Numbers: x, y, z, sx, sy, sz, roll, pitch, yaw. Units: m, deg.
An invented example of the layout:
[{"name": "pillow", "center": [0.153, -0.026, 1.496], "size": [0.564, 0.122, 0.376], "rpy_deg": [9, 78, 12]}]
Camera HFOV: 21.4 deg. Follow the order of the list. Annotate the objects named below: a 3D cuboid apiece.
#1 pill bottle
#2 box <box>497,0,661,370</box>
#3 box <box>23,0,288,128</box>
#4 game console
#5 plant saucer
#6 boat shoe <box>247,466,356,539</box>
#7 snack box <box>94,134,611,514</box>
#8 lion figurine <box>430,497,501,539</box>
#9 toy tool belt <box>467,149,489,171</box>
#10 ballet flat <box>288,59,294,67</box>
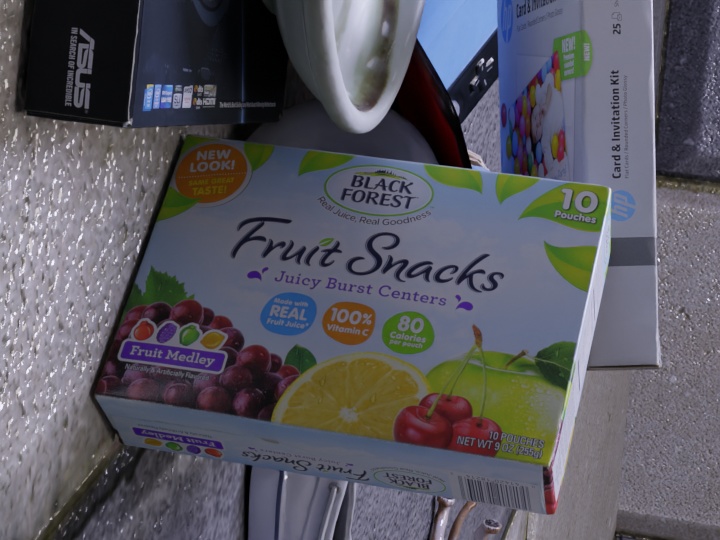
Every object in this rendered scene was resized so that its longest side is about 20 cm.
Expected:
[{"name": "pill bottle", "center": [0.000, 0.000, 1.010], "size": [0.200, 0.112, 0.112], "rpy_deg": [68, 33, -65]}, {"name": "box", "center": [0.106, -0.054, 0.949], "size": [0.156, 0.041, 0.200], "rpy_deg": [-171, -99, -80]}, {"name": "box", "center": [-0.072, -0.141, 0.780], "size": [0.200, 0.043, 0.160], "rpy_deg": [-17, 115, -75]}, {"name": "game console", "center": [0.065, -0.111, 1.025], "size": [0.172, 0.119, 0.200], "rpy_deg": [-52, 152, -19]}, {"name": "plant saucer", "center": [-0.009, -0.161, 0.826], "size": [0.200, 0.050, 0.200], "rpy_deg": [8, 90, -77]}, {"name": "boat shoe", "center": [-0.028, 0.183, 1.100], "size": [0.074, 0.065, 0.200], "rpy_deg": [-61, 155, -56]}, {"name": "snack box", "center": [0.001, 0.020, 0.839], "size": [0.053, 0.200, 0.142], "rpy_deg": [77, 25, -55]}, {"name": "lion figurine", "center": [0.076, 0.273, 1.568], "size": [0.200, 0.072, 0.123], "rpy_deg": [-58, 161, -68]}, {"name": "toy tool belt", "center": [0.064, -0.020, 1.238], "size": [0.200, 0.123, 0.125], "rpy_deg": [-21, 118, -74]}, {"name": "ballet flat", "center": [-0.033, -0.183, 0.911], "size": [0.065, 0.070, 0.200], "rpy_deg": [-18, 115, -46]}]
